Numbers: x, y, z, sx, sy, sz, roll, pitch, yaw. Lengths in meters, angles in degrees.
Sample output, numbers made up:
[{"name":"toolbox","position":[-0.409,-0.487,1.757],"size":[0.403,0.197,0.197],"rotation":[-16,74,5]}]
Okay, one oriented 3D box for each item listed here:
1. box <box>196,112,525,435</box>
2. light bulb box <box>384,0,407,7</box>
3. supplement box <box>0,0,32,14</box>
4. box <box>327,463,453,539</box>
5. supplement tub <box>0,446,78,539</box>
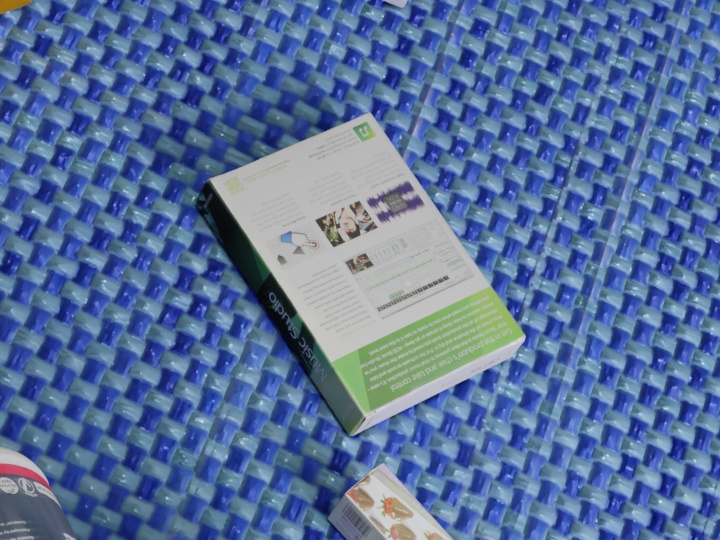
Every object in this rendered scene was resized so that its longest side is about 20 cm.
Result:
[{"name":"box","position":[0.000,0.000,1.834],"size":[0.144,0.036,0.200],"rotation":[-24,70,-31]},{"name":"light bulb box","position":[-0.022,-0.330,1.970],"size":[0.199,0.125,0.199],"rotation":[20,55,-10]},{"name":"supplement box","position":[-0.302,-0.287,1.790],"size":[0.133,0.197,0.200],"rotation":[-25,72,-31]},{"name":"box","position":[0.062,0.213,1.725],"size":[0.200,0.041,0.039],"rotation":[47,56,11]},{"name":"supplement tub","position":[-0.208,0.212,1.537],"size":[0.140,0.141,0.200],"rotation":[-14,52,-27]}]
